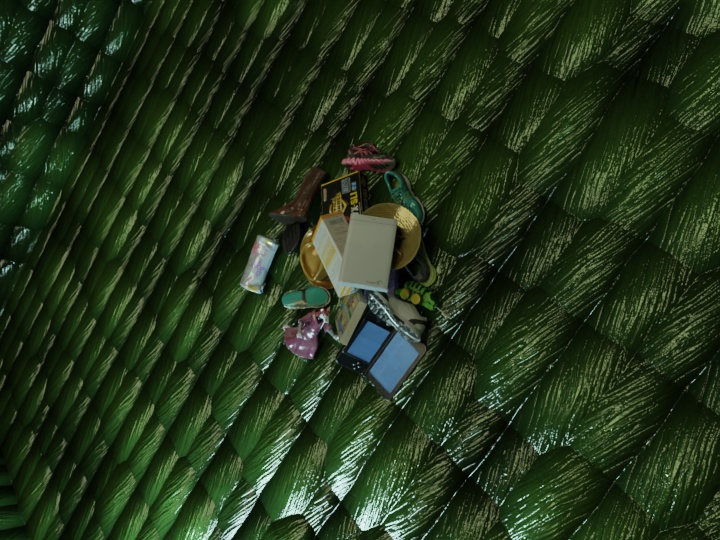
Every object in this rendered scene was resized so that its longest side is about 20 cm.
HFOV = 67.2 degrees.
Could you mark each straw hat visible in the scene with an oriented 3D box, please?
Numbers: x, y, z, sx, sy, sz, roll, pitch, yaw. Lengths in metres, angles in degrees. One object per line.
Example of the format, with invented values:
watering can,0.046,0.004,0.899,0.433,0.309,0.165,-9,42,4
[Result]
straw hat,0.074,-0.078,1.508,0.197,0.085,0.204,-1,67,2

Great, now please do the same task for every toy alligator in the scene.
toy alligator,0.177,0.071,1.498,0.198,0.059,0.055,23,99,37

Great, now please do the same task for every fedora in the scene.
fedora,-0.133,-0.034,1.699,0.198,0.081,0.204,7,104,30

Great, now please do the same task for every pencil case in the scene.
pencil case,-0.350,-0.023,1.886,0.090,0.083,0.203,20,91,43

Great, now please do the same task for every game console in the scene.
game console,0.055,0.234,1.522,0.201,0.171,0.119,-55,29,12

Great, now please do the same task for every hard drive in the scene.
hard drive,0.021,-0.050,1.436,0.130,0.027,0.203,8,68,4

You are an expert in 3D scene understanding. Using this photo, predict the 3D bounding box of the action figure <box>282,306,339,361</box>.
action figure,-0.147,0.180,1.691,0.201,0.133,0.150,-54,28,24

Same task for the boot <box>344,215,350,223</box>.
boot,-0.029,-0.127,1.600,0.199,0.107,0.076,30,85,40

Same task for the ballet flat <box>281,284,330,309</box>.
ballet flat,-0.165,0.088,1.740,0.197,0.064,0.077,-3,79,33

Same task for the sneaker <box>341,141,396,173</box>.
sneaker,0.031,-0.363,1.701,0.198,0.079,0.097,10,74,35

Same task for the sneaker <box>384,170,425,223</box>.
sneaker,0.122,-0.209,1.590,0.077,0.079,0.202,-38,61,23

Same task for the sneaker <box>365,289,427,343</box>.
sneaker,0.098,0.108,1.483,0.200,0.080,0.074,43,146,-3

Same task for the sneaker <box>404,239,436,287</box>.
sneaker,0.147,-0.049,1.535,0.074,0.081,0.202,-40,60,21

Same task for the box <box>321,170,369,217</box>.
box,-0.049,-0.197,1.731,0.158,0.049,0.204,-13,72,31

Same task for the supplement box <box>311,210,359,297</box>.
supplement box,-0.056,-0.046,1.525,0.202,0.073,0.126,63,151,20

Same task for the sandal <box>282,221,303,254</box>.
sandal,-0.220,-0.144,1.848,0.074,0.048,0.203,-14,59,31

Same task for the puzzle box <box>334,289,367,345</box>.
puzzle box,-0.031,0.120,1.580,0.135,0.025,0.200,-64,12,10

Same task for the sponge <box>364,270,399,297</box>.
sponge,0.062,-0.012,1.619,0.110,0.030,0.204,-9,75,36

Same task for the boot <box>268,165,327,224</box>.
boot,-0.209,-0.258,1.832,0.184,0.064,0.203,5,66,37
